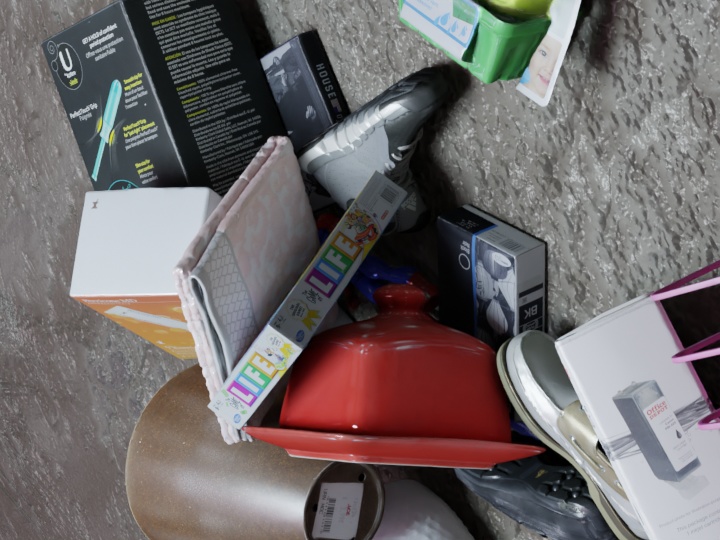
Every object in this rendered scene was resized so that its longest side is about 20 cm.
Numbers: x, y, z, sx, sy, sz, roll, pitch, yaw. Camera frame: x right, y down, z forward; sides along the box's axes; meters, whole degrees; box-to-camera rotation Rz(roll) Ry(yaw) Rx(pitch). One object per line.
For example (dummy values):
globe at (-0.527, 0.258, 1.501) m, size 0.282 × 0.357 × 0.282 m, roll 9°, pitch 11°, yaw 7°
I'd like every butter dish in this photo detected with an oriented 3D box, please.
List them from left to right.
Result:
butter dish at (0.028, 0.085, 1.566) m, size 0.200 × 0.199 × 0.148 m, roll -6°, pitch 78°, yaw 63°

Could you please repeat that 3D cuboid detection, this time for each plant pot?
plant pot at (-0.078, 0.190, 1.703) m, size 0.200 × 0.187 × 0.187 m, roll 13°, pitch 120°, yaw 49°

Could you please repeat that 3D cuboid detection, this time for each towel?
towel at (-0.084, 0.018, 1.630) m, size 0.032 × 0.191 × 0.200 m, roll 8°, pitch 132°, yaw 26°

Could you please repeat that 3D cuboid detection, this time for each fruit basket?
fruit basket at (0.096, -0.245, 1.383) m, size 0.185 × 0.094 × 0.200 m, roll 42°, pitch 137°, yaw 34°

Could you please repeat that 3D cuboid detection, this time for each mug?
mug at (0.051, 0.297, 1.767) m, size 0.200 × 0.147 × 0.176 m, roll 66°, pitch 180°, yaw -66°

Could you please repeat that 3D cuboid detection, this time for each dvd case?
dvd case at (-0.070, -0.123, 1.771) m, size 0.200 × 0.025 × 0.151 m, roll -20°, pitch 93°, yaw 59°

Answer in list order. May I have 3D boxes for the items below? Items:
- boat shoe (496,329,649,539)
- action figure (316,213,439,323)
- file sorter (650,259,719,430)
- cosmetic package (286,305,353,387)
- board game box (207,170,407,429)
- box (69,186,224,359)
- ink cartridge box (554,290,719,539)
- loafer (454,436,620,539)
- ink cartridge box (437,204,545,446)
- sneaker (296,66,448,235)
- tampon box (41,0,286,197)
boat shoe at (0.190, 0.122, 1.502) m, size 0.200 × 0.075 × 0.068 m, roll 51°, pitch 143°, yaw 8°
action figure at (0.000, 0.000, 1.720) m, size 0.200 × 0.052 × 0.066 m, roll 35°, pitch 144°, yaw 40°
file sorter at (0.297, 0.075, 1.254) m, size 0.139 × 0.125 × 0.200 m, roll -20°, pitch 93°, yaw 59°
cosmetic package at (-0.091, 0.037, 1.859) m, size 0.200 × 0.071 × 0.102 m, roll 48°, pitch 145°, yaw 26°
board game box at (-0.042, 0.023, 1.558) m, size 0.034 × 0.200 × 0.135 m, roll 35°, pitch 138°, yaw -2°
box at (-0.147, 0.006, 1.685) m, size 0.124 × 0.200 × 0.098 m, roll -1°, pitch 71°, yaw 25°
ink cartridge box at (0.219, 0.122, 1.383) m, size 0.146 × 0.085 × 0.200 m, roll 29°, pitch -144°, yaw -83°
loafer at (0.148, 0.191, 1.602) m, size 0.200 × 0.068 × 0.071 m, roll 17°, pitch 133°, yaw 54°
ink cartridge box at (0.110, 0.053, 1.603) m, size 0.099 × 0.039 × 0.200 m, roll 28°, pitch 132°, yaw 44°
sneaker at (0.036, -0.091, 1.605) m, size 0.116 × 0.075 × 0.200 m, roll 54°, pitch 148°, yaw -7°
tampon box at (-0.175, -0.150, 1.755) m, size 0.150 × 0.126 × 0.200 m, roll -15°, pitch 97°, yaw 50°
